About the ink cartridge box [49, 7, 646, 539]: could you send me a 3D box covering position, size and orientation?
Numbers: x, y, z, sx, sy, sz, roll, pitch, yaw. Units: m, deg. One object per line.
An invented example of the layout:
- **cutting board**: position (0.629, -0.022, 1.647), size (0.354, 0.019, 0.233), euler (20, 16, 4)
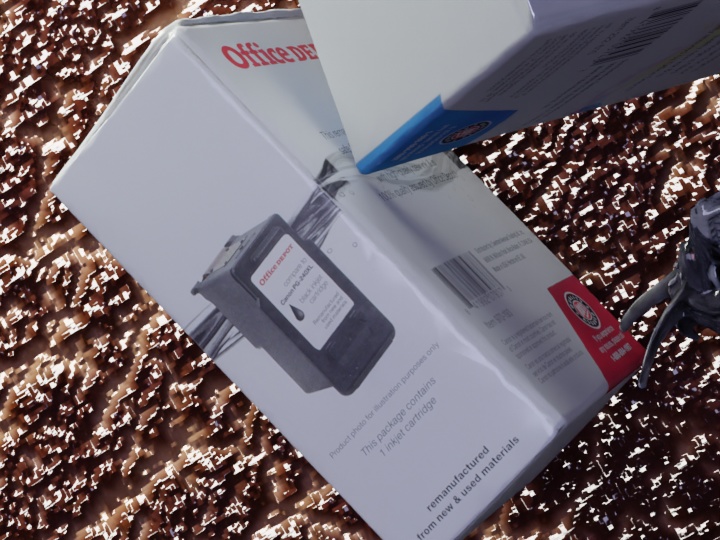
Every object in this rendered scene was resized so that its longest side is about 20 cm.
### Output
- **ink cartridge box**: position (0.000, 0.000, 0.793), size (0.200, 0.145, 0.083), euler (46, 110, 9)

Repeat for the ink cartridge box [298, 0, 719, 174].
- **ink cartridge box**: position (0.096, -0.114, 0.726), size (0.199, 0.144, 0.085), euler (-16, 81, -26)

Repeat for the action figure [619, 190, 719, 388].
- **action figure**: position (0.184, -0.027, 0.770), size (0.199, 0.119, 0.102), euler (-20, 118, 6)
